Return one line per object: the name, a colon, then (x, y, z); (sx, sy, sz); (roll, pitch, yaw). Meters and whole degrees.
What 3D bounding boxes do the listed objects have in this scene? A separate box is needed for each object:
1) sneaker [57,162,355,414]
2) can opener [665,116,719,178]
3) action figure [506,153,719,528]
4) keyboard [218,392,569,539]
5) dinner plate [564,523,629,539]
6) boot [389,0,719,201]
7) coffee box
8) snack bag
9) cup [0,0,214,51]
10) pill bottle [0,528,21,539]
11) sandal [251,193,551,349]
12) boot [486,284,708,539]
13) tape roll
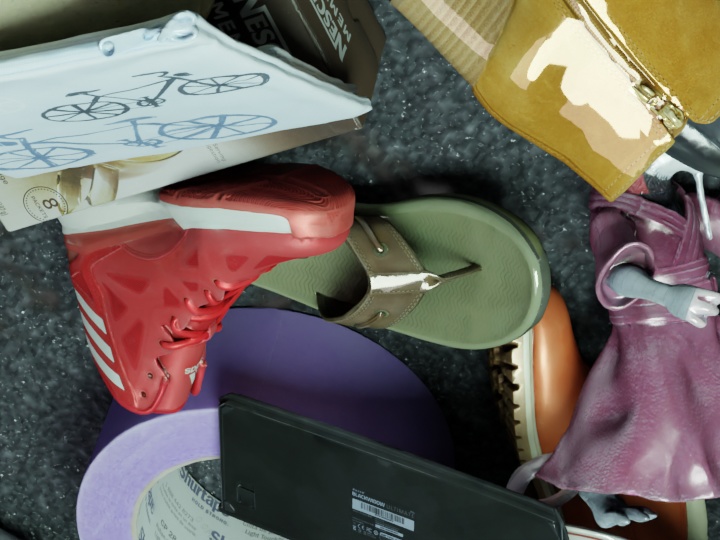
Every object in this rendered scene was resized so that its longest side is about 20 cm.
sneaker: (-0.069, 0.011, 1.055); (0.199, 0.078, 0.117); (3, 105, 50)
can opener: (0.115, -0.130, 0.962); (0.200, 0.079, 0.063); (42, 130, -8)
action figure: (0.147, 0.015, 1.044); (0.148, 0.133, 0.202); (-7, 95, 45)
keyboard: (0.015, 0.137, 1.075); (0.199, 0.021, 0.128); (19, 126, 26)
dinner plate: (0.112, 0.174, 1.115); (0.199, 0.024, 0.201); (13, 148, 9)
boot: (0.122, -0.142, 0.909); (0.144, 0.071, 0.202); (36, 103, -8)
coffee box: (-0.102, -0.106, 1.015); (0.199, 0.080, 0.113); (-15, 124, 23)
snack bag: (-0.114, -0.072, 0.895); (0.187, 0.200, 0.022); (-8, 83, 20)
cup: (-0.121, -0.165, 0.869); (0.142, 0.201, 0.201); (14, 130, 0)
pill bottle: (-0.186, 0.237, 1.289); (0.199, 0.114, 0.113); (31, 128, -13)
sandal: (-0.001, 0.001, 1.068); (0.199, 0.057, 0.080); (9, 116, 23)
boot: (0.126, 0.079, 1.131); (0.106, 0.075, 0.201); (-15, 121, 2)
tape roll: (-0.051, 0.124, 1.187); (0.198, 0.085, 0.201); (7, 129, 8)
